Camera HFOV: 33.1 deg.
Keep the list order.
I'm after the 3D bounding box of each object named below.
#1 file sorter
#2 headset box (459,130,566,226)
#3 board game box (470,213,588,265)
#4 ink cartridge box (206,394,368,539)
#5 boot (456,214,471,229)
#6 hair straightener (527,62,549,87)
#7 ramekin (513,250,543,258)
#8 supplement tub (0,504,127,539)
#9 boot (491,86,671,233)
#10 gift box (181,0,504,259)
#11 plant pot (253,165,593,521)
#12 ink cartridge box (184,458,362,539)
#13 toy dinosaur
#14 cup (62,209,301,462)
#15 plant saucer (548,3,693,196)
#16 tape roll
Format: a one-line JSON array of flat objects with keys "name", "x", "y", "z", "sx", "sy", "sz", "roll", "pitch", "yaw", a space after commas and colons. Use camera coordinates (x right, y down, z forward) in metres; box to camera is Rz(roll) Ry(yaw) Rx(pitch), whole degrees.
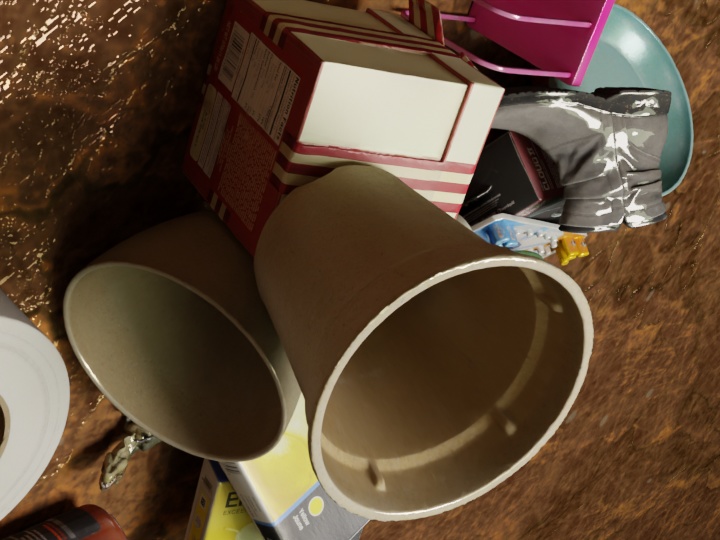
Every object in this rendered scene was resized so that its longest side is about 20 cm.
[{"name": "file sorter", "x": 0.136, "y": -0.277, "z": 1.012, "sx": 0.125, "sy": 0.139, "sz": 0.201, "roll": -5, "pitch": 124, "yaw": -44}, {"name": "headset box", "x": 0.161, "y": -0.082, "z": 1.206, "sx": 0.199, "sy": 0.078, "sz": 0.149, "roll": -15, "pitch": 167, "yaw": -45}, {"name": "board game box", "x": 0.108, "y": 0.005, "z": 1.217, "sx": 0.199, "sy": 0.026, "sz": 0.199, "roll": -28, "pitch": 162, "yaw": 30}, {"name": "ink cartridge box", "x": -0.036, "y": 0.147, "z": 1.119, "sx": 0.200, "sy": 0.047, "sz": 0.198, "roll": -40, "pitch": 114, "yaw": -31}, {"name": "boot", "x": 0.000, "y": 0.000, "z": 1.057, "sx": 0.144, "sy": 0.200, "sz": 0.073, "roll": -28, "pitch": 105, "yaw": -31}, {"name": "hair straightener", "x": 0.209, "y": -0.196, "z": 1.252, "sx": 0.077, "sy": 0.041, "sz": 0.201, "roll": -32, "pitch": 140, "yaw": -28}, {"name": "ramekin", "x": 0.111, "y": 0.061, "z": 1.165, "sx": 0.199, "sy": 0.098, "sz": 0.200, "roll": -20, "pitch": 164, "yaw": -6}, {"name": "supplement tub", "x": -0.294, "y": 0.280, "z": 1.022, "sx": 0.199, "sy": 0.107, "sz": 0.108, "roll": -18, "pitch": 133, "yaw": -40}, {"name": "boot", "x": 0.183, "y": -0.095, "z": 1.071, "sx": 0.198, "sy": 0.070, "sz": 0.133, "roll": 0, "pitch": 102, "yaw": -6}, {"name": "gift box", "x": -0.014, "y": -0.119, "z": 0.941, "sx": 0.186, "sy": 0.200, "sz": 0.185, "roll": 4, "pitch": 123, "yaw": -34}, {"name": "plant pot", "x": 0.021, "y": 0.030, "z": 0.811, "sx": 0.199, "sy": 0.184, "sz": 0.201, "roll": -16, "pitch": 128, "yaw": -21}, {"name": "ink cartridge box", "x": -0.071, "y": 0.222, "z": 1.176, "sx": 0.197, "sy": 0.047, "sz": 0.201, "roll": -1, "pitch": 120, "yaw": -37}, {"name": "toy dinosaur", "x": -0.165, "y": 0.115, "z": 1.088, "sx": 0.200, "sy": 0.047, "sz": 0.089, "roll": -33, "pitch": 145, "yaw": -35}, {"name": "cup", "x": -0.114, "y": 0.031, "z": 0.967, "sx": 0.143, "sy": 0.199, "sz": 0.201, "roll": -55, "pitch": 154, "yaw": -42}, {"name": "plant saucer", "x": 0.247, "y": -0.162, "z": 1.178, "sx": 0.199, "sy": 0.201, "sz": 0.036, "roll": -18, "pitch": 177, "yaw": -41}, {"name": "tape roll", "x": -0.312, "y": 0.080, "z": 0.793, "sx": 0.202, "sy": 0.139, "sz": 0.204, "roll": -31, "pitch": 141, "yaw": -29}]
